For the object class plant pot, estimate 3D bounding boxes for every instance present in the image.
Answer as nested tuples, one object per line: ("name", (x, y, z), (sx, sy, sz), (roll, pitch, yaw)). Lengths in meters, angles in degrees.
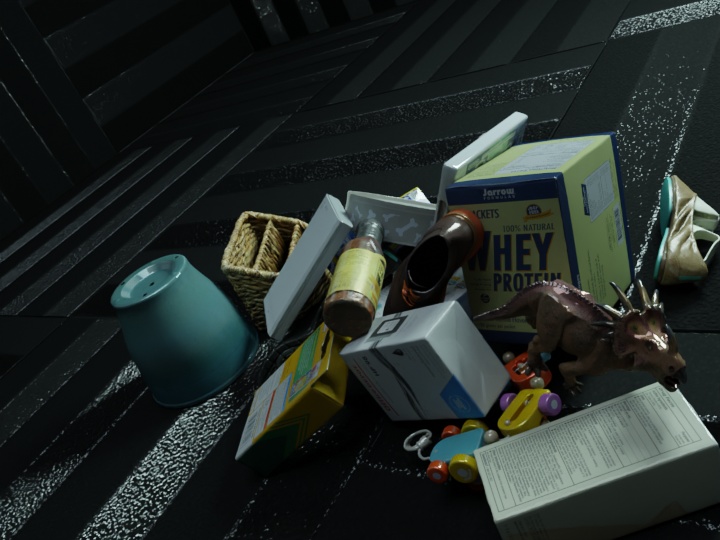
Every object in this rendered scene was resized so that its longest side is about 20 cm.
("plant pot", (-0.295, 0.085, 1.116), (0.200, 0.188, 0.200), (-20, 29, 12))

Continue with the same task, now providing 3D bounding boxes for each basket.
("basket", (-0.134, -0.021, 1.199), (0.143, 0.149, 0.200), (-18, 29, 15))

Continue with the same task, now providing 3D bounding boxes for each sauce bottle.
("sauce bottle", (0.000, 0.000, 0.879), (0.066, 0.066, 0.200), (-14, 33, 22))

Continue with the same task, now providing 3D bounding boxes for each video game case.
("video game case", (0.153, -0.094, 0.911), (0.023, 0.182, 0.200), (26, 42, 24))

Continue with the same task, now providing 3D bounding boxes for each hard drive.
("hard drive", (-0.083, -0.007, 1.030), (0.200, 0.026, 0.132), (-58, 21, 14))

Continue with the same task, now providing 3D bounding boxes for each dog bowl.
("dog bowl", (0.068, -0.076, 1.042), (0.200, 0.059, 0.200), (9, 9, -1))

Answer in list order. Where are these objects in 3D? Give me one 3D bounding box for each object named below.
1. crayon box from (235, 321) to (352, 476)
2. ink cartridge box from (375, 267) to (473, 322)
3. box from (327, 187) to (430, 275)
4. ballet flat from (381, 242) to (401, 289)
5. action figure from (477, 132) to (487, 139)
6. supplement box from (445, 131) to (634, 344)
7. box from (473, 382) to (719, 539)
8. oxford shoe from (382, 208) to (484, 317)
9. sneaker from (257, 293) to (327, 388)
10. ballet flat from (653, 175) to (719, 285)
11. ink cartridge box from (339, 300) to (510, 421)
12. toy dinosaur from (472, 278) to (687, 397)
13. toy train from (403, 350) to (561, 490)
("crayon box", (-0.073, 0.153, 0.872), (0.200, 0.052, 0.126), (-47, 18, 29))
("ink cartridge box", (0.102, 0.051, 0.957), (0.200, 0.076, 0.136), (-40, 32, -20))
("box", (0.034, -0.057, 1.163), (0.200, 0.064, 0.070), (-32, -14, -21))
("ballet flat", (0.018, 0.019, 1.050), (0.200, 0.068, 0.068), (116, 177, -68))
("action figure", (0.246, -0.142, 1.095), (0.149, 0.134, 0.200), (17, 16, 22))
("supplement box", (0.225, -0.042, 0.835), (0.134, 0.200, 0.200), (-1, 22, 39))
("box", (0.217, 0.187, 0.635), (0.200, 0.078, 0.095), (-22, 28, 9))
("oxford shoe", (0.065, 0.013, 0.802), (0.071, 0.200, 0.073), (41, 40, 17))
("sneaker", (-0.075, 0.107, 1.023), (0.200, 0.076, 0.091), (-45, 8, -11))
("ballet flat", (0.421, -0.051, 0.885), (0.072, 0.068, 0.200), (10, 41, 19))
("ink cartridge box", (0.058, 0.112, 0.803), (0.200, 0.116, 0.067), (-19, 23, 52))
("toy dinosaur", (0.215, 0.050, 0.670), (0.200, 0.136, 0.086), (26, 58, 22))
("toy train", (0.150, 0.167, 0.759), (0.200, 0.056, 0.150), (-36, 12, -5))
